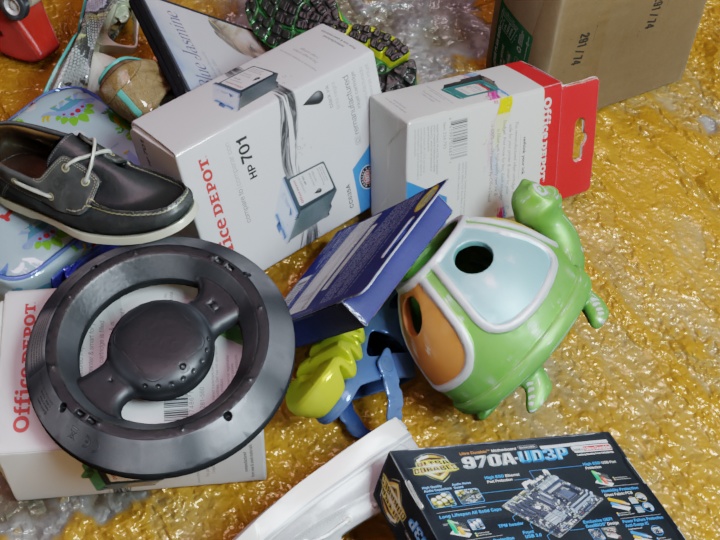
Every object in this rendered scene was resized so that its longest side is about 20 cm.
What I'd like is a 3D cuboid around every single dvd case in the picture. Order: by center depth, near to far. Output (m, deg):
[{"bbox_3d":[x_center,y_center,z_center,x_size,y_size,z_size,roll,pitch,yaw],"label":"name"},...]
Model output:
[{"bbox_3d":[-0.108,-0.183,1.148,0.198,0.018,0.144,10,41,-44],"label":"dvd case"}]

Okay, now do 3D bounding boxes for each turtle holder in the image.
[{"bbox_3d":[0.112,0.015,0.976,0.132,0.141,0.186,43,90,-7],"label":"turtle holder"}]

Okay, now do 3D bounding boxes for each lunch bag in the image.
[{"bbox_3d":[-0.267,-0.056,1.082,0.160,0.083,0.200,33,59,23],"label":"lunch bag"}]

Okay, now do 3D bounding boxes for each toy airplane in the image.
[{"bbox_3d":[-0.399,-0.299,1.224,0.198,0.141,0.202,8,59,-38],"label":"toy airplane"}]

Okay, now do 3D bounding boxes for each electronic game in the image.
[{"bbox_3d":[-0.146,0.059,0.916,0.197,0.042,0.202,0,56,0],"label":"electronic game"}]

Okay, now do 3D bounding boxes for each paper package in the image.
[{"bbox_3d":[0.225,-0.258,1.172,0.188,0.201,0.104,-20,56,-17],"label":"paper package"}]

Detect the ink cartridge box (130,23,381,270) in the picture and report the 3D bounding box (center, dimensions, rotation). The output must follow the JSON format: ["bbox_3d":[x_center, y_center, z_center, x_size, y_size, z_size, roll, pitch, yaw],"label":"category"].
[{"bbox_3d":[-0.077,-0.095,1.067,0.199,0.148,0.086,-33,41,-23],"label":"ink cartridge box"}]

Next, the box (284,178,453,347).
[{"bbox_3d":[0.000,0.000,0.979,0.032,0.200,0.122,43,65,-11],"label":"box"}]

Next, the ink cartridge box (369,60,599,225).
[{"bbox_3d":[0.109,-0.108,1.093,0.198,0.118,0.067,-16,33,-25],"label":"ink cartridge box"}]

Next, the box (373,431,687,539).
[{"bbox_3d":[0.128,0.188,0.873,0.197,0.046,0.160,-1,37,-27],"label":"box"}]

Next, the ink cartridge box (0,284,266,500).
[{"bbox_3d":[-0.176,0.089,0.972,0.197,0.085,0.148,-4,55,-4],"label":"ink cartridge box"}]

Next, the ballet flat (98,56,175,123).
[{"bbox_3d":[-0.157,-0.155,1.136,0.073,0.068,0.200,51,23,10],"label":"ballet flat"}]

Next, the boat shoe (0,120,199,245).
[{"bbox_3d":[-0.218,-0.071,0.981,0.198,0.068,0.072,16,48,24],"label":"boat shoe"}]

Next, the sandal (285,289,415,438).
[{"bbox_3d":[0.012,0.063,1.016,0.087,0.079,0.201,42,48,-14],"label":"sandal"}]

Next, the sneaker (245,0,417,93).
[{"bbox_3d":[-0.030,-0.213,1.207,0.199,0.085,0.078,38,84,15],"label":"sneaker"}]

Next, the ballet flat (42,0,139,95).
[{"bbox_3d":[-0.253,-0.213,1.212,0.071,0.072,0.202,8,55,4],"label":"ballet flat"}]

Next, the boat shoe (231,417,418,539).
[{"bbox_3d":[-0.033,0.191,0.915,0.199,0.072,0.069,-35,82,-21],"label":"boat shoe"}]
